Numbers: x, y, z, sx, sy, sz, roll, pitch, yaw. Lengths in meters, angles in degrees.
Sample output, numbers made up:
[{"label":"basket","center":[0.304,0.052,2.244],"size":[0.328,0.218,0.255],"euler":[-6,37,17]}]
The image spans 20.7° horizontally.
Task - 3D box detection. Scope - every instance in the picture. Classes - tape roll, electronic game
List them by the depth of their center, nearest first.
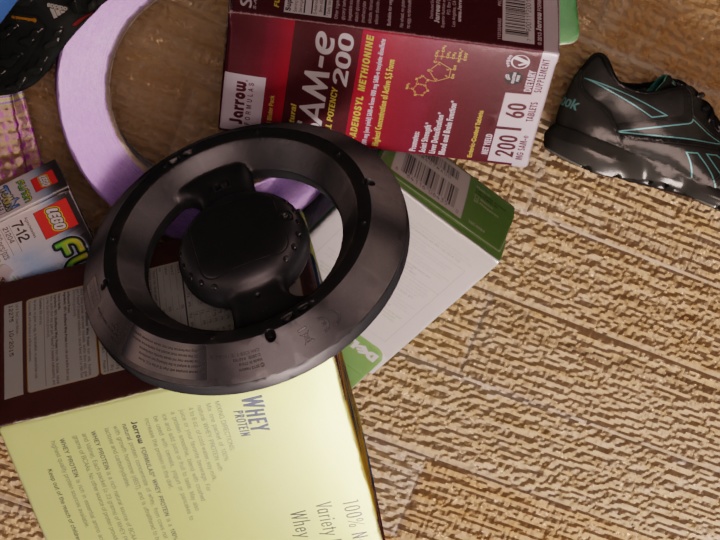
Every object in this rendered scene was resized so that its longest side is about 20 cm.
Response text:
[{"label":"electronic game","center":[-0.068,-0.011,1.157],"size":[0.199,0.201,0.042],"euler":[-24,138,-4]},{"label":"tape roll","center":[-0.100,-0.123,1.294],"size":[0.198,0.066,0.202],"euler":[-2,102,-10]}]

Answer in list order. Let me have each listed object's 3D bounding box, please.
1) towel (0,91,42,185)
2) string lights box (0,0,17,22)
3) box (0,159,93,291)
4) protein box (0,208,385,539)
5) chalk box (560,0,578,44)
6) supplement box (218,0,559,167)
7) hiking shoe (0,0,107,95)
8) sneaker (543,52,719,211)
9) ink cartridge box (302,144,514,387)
[{"label":"towel","center":[-0.293,-0.121,1.283],"size":[0.142,0.023,0.202],"euler":[-14,102,-6]},{"label":"string lights box","center":[-0.265,-0.165,1.173],"size":[0.059,0.103,0.200],"euler":[15,128,-44]},{"label":"box","center":[-0.206,0.034,1.274],"size":[0.109,0.035,0.201],"euler":[-27,131,-7]},{"label":"protein box","center":[-0.103,0.098,1.232],"size":[0.198,0.135,0.200],"euler":[-14,130,1]},{"label":"chalk box","center":[0.098,-0.245,1.261],"size":[0.124,0.124,0.202],"euler":[-7,103,-1]},{"label":"supplement box","center":[0.015,-0.130,1.210],"size":[0.198,0.061,0.109],"euler":[7,142,-3]},{"label":"hiking shoe","center":[-0.190,-0.173,1.218],"size":[0.199,0.087,0.075],"euler":[-26,109,38]},{"label":"sneaker","center":[0.228,-0.087,1.353],"size":[0.198,0.075,0.080],"euler":[17,95,-13]},{"label":"ink cartridge box","center":[0.000,0.000,1.317],"size":[0.103,0.060,0.200],"euler":[35,130,-14]}]
